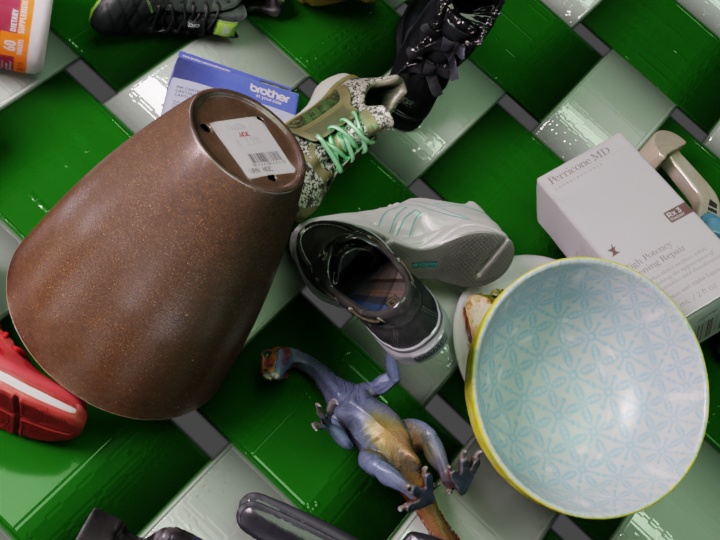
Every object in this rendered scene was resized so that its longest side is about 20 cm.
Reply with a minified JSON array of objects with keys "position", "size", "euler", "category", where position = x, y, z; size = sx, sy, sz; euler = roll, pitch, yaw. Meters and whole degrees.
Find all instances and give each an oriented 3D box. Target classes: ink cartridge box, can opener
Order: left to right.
[{"position":[-0.121,-0.111,0.980],"size":[0.118,0.042,0.202],"euler":[15,55,-14],"category":"ink cartridge box"},{"position":[-0.002,0.216,0.829],"size":[0.198,0.063,0.080],"euler":[23,82,3],"category":"can opener"}]

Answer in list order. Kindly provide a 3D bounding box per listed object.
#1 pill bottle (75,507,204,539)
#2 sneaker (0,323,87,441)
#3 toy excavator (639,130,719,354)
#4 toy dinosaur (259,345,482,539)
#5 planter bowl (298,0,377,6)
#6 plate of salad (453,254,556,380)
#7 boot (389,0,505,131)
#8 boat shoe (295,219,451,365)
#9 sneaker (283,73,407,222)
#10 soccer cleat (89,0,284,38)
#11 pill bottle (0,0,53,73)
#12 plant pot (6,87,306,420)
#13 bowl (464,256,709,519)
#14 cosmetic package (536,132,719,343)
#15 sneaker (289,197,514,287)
[{"position":[-0.108,0.241,0.735],"size":[0.198,0.112,0.113],"euler":[28,55,-4],"category":"pill bottle"},{"position":[-0.273,0.035,0.809],"size":[0.198,0.078,0.116],"euler":[28,56,-7],"category":"sneaker"},{"position":[0.351,-0.030,1.105],"size":[0.193,0.100,0.201],"euler":[32,41,-5],"category":"toy excavator"},{"position":[-0.004,0.130,0.872],"size":[0.104,0.203,0.180],"euler":[-26,36,-35],"category":"toy dinosaur"},{"position":[-0.054,-0.320,1.075],"size":[0.083,0.200,0.201],"euler":[-38,78,1],"category":"planter bowl"},{"position":[0.177,0.070,0.991],"size":[0.197,0.048,0.203],"euler":[11,57,-17],"category":"plate of salad"},{"position":[0.085,-0.243,1.065],"size":[0.073,0.163,0.200],"euler":[26,55,-7],"category":"boot"},{"position":[0.000,0.000,0.840],"size":[0.069,0.057,0.200],"euler":[-42,37,-7],"category":"boat shoe"},{"position":[-0.017,-0.121,0.972],"size":[0.077,0.088,0.201],"euler":[54,41,-25],"category":"sneaker"},{"position":[-0.155,-0.248,1.030],"size":[0.199,0.068,0.081],"euler":[-28,76,-35],"category":"soccer cleat"},{"position":[-0.354,-0.233,0.911],"size":[0.197,0.110,0.111],"euler":[8,58,-18],"category":"pill bottle"},{"position":[-0.127,-0.026,0.797],"size":[0.185,0.200,0.188],"euler":[26,38,-23],"category":"plant pot"},{"position":[0.167,0.098,0.898],"size":[0.197,0.108,0.203],"euler":[3,78,-13],"category":"bowl"},{"position":[0.253,-0.022,1.014],"size":[0.101,0.074,0.201],"euler":[-29,57,-9],"category":"cosmetic package"},{"position":[0.032,-0.026,0.985],"size":[0.197,0.071,0.081],"euler":[1,34,-14],"category":"sneaker"}]
